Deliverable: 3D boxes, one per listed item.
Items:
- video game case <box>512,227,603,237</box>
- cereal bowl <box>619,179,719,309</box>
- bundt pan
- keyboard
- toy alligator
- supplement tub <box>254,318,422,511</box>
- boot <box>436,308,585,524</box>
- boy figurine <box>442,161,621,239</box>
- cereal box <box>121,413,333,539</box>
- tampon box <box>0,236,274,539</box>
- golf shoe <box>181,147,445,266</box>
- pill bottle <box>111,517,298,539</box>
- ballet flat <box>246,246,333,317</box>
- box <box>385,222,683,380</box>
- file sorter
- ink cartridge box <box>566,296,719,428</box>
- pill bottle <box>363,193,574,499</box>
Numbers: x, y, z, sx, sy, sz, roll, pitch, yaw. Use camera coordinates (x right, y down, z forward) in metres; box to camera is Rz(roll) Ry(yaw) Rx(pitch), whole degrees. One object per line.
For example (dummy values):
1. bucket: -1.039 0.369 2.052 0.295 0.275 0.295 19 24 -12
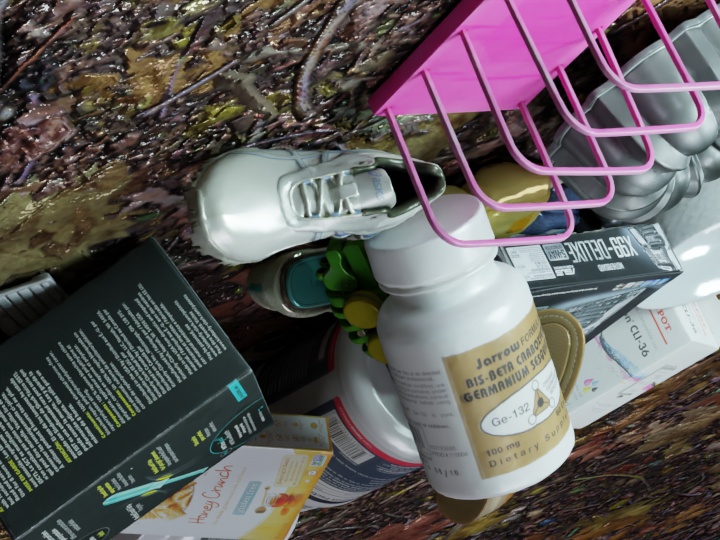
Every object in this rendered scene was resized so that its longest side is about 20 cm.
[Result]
1. video game case: 0.104 0.003 1.846 0.200 0.022 0.182 -16 159 -16
2. cereal bowl: 0.299 -0.049 1.833 0.200 0.083 0.200 -20 159 -8
3. bundt pan: 0.233 -0.105 1.569 0.202 0.076 0.202 -34 166 -9
4. keyboard: -0.227 0.044 1.607 0.056 0.011 0.200 -23 160 1
5. toy alligator: -0.006 0.009 1.613 0.054 0.059 0.200 -12 129 29
6. supplement tub: -0.010 0.115 1.812 0.140 0.141 0.200 -5 163 -40
7. boot: 0.137 0.101 1.727 0.155 0.077 0.200 -30 143 -63
8. boy figurine: 0.112 -0.046 1.671 0.200 0.064 0.124 -9 159 -41
9. cereal box: -0.137 0.161 1.726 0.200 0.040 0.144 4 143 -19
10. tampon box: -0.184 0.101 1.559 0.200 0.126 0.150 -35 163 -8
11. golf shoe: -0.028 -0.054 1.449 0.097 0.078 0.200 -12 -179 43
12. pill bottle: -0.153 0.201 1.933 0.116 0.116 0.200 -34 157 28
13. ballet flat: 0.000 0.000 1.693 0.200 0.068 0.062 -2 180 -37
14. box: 0.133 0.027 1.721 0.200 0.050 0.158 -6 154 -45
15. file sorter: 0.130 -0.116 1.418 0.139 0.126 0.200 -6 154 -39
16. ink cartridge box: 0.239 0.045 1.959 0.200 0.117 0.067 -33 157 24
17. pill bottle: 0.074 0.053 1.568 0.114 0.200 0.114 -17 -160 6
